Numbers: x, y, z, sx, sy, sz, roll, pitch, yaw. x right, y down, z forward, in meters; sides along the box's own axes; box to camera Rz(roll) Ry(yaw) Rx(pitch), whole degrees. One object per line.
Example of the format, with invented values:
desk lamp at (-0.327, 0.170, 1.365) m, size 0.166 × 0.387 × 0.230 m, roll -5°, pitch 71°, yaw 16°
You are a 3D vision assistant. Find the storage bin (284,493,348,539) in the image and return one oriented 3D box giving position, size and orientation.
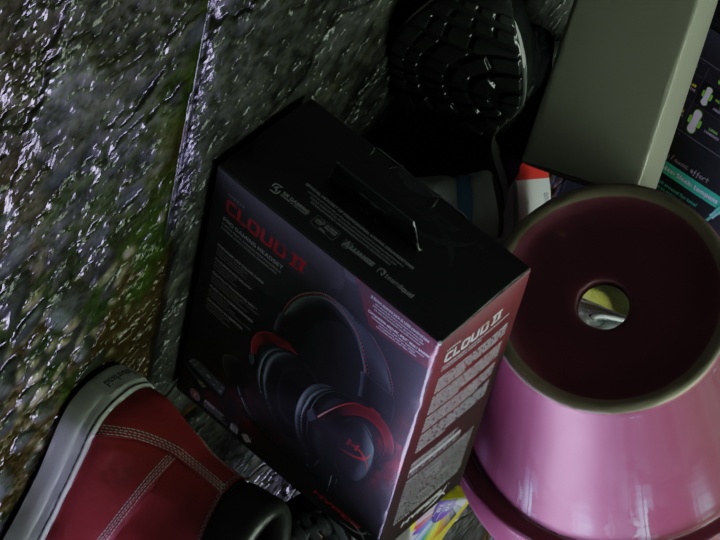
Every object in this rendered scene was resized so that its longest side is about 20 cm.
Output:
storage bin at (-0.062, 0.220, 1.489) m, size 0.093 × 0.136 × 0.200 m, roll -25°, pitch 171°, yaw -28°

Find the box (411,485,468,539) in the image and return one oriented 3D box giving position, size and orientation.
box at (0.005, 0.188, 1.817) m, size 0.118 × 0.048 × 0.200 m, roll -57°, pitch 158°, yaw 11°

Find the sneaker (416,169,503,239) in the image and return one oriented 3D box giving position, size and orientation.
sneaker at (0.000, 0.000, 1.468) m, size 0.086 × 0.075 × 0.200 m, roll 10°, pitch 145°, yaw -20°

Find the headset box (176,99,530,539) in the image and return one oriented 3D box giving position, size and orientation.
headset box at (-0.006, 0.023, 1.351) m, size 0.075 × 0.148 × 0.200 m, roll -38°, pitch 157°, yaw -35°

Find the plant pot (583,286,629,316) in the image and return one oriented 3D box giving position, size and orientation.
plant pot at (0.203, 0.054, 1.855) m, size 0.184 × 0.200 × 0.201 m, roll -13°, pitch 139°, yaw -43°

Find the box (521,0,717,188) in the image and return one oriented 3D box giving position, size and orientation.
box at (0.153, -0.141, 1.451) m, size 0.082 × 0.068 × 0.201 m, roll 8°, pitch 101°, yaw -78°

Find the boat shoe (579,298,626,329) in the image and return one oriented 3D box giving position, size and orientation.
boat shoe at (0.158, 0.061, 1.677) m, size 0.201 × 0.065 × 0.075 m, roll 10°, pitch 99°, yaw -42°

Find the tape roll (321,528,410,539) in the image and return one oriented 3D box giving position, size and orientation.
tape roll at (-0.002, 0.164, 1.587) m, size 0.203 × 0.037 × 0.204 m, roll -176°, pitch -90°, yaw -83°

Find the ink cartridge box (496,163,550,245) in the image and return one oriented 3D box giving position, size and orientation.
ink cartridge box at (0.097, -0.034, 1.592) m, size 0.200 × 0.050 × 0.161 m, roll -53°, pitch 173°, yaw 8°

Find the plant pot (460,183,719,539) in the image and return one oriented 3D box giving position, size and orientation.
plant pot at (0.138, 0.050, 1.425) m, size 0.200 × 0.200 × 0.179 m, roll -47°, pitch 158°, yaw -14°

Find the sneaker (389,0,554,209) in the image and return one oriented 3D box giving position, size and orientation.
sneaker at (0.065, -0.112, 1.424) m, size 0.088 × 0.075 × 0.200 m, roll -60°, pitch 169°, yaw -24°

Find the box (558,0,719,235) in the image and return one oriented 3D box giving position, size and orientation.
box at (0.233, -0.092, 1.725) m, size 0.148 × 0.124 × 0.201 m, roll -32°, pitch 151°, yaw -48°

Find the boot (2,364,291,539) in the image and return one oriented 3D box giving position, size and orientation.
boot at (-0.111, 0.166, 1.371) m, size 0.072 × 0.144 × 0.201 m, roll -28°, pitch 151°, yaw -51°
